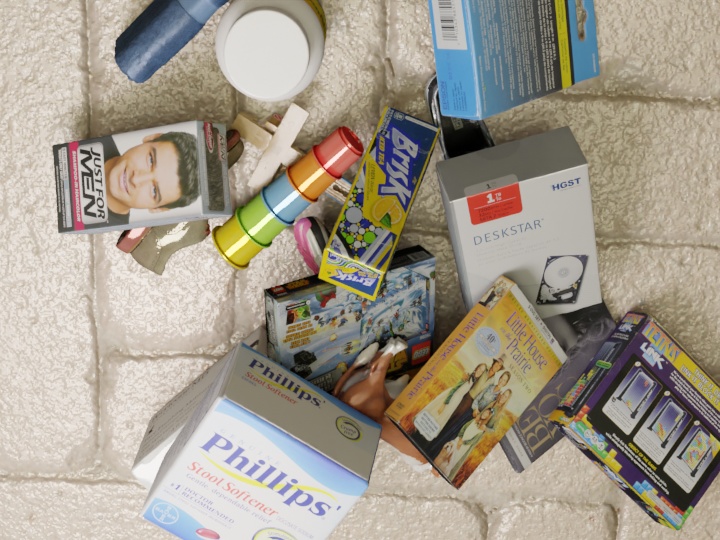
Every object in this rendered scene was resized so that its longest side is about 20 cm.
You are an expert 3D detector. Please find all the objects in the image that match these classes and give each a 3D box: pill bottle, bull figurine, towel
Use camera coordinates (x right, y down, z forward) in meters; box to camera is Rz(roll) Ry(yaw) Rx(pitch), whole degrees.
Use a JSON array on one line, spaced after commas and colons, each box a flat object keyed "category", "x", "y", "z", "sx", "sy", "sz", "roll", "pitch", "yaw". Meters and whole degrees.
[{"category": "pill bottle", "x": -0.091, "y": -0.238, "z": 1.289, "sx": 0.110, "sy": 0.200, "sz": 0.114, "roll": 0, "pitch": 109, "yaw": 0}, {"category": "bull figurine", "x": 0.053, "y": 0.152, "z": 1.396, "sx": 0.199, "sy": 0.065, "sz": 0.122, "roll": 32, "pitch": 91, "yaw": -41}, {"category": "towel", "x": -0.178, "y": -0.283, "z": 1.320, "sx": 0.199, "sy": 0.112, "sz": 0.049, "roll": -42, "pitch": 114, "yaw": 12}]

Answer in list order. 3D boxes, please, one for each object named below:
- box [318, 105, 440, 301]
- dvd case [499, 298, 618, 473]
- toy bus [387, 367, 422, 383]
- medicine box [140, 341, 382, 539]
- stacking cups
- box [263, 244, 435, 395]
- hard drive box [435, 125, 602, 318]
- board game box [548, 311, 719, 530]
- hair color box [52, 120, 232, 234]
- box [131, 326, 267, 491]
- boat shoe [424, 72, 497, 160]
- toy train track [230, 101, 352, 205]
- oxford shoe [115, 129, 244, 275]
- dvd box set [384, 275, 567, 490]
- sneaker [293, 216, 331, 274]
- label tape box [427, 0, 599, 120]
[{"category": "box", "x": 0.021, "y": -0.074, "z": 1.340, "sx": 0.069, "sy": 0.202, "sz": 0.065, "roll": 21, "pitch": 150, "yaw": 1}, {"category": "dvd case", "x": 0.225, "y": 0.118, "z": 1.464, "sx": 0.199, "sy": 0.016, "sz": 0.150, "roll": -36, "pitch": 108, "yaw": -15}, {"category": "toy bus", "x": 0.082, "y": 0.152, "z": 1.490, "sx": 0.196, "sy": 0.065, "sz": 0.080, "roll": 2, "pitch": 109, "yaw": -2}, {"category": "medicine box", "x": -0.105, "y": 0.211, "z": 1.327, "sx": 0.180, "sy": 0.103, "sz": 0.201, "roll": 31, "pitch": 122, "yaw": -9}, {"category": "stacking cups", "x": -0.076, "y": -0.080, "z": 1.385, "sx": 0.199, "sy": 0.061, "sz": 0.061, "roll": -36, "pitch": 105, "yaw": 22}, {"category": "box", "x": -0.009, "y": 0.062, "z": 1.374, "sx": 0.197, "sy": 0.040, "sz": 0.139, "roll": -15, "pitch": 121, "yaw": -26}, {"category": "hard drive box", "x": 0.177, "y": -0.041, "z": 1.384, "sx": 0.153, "sy": 0.077, "sz": 0.202, "roll": -16, "pitch": 130, "yaw": 1}, {"category": "board game box", "x": 0.344, "y": 0.176, "z": 1.473, "sx": 0.200, "sy": 0.057, "sz": 0.166, "roll": 43, "pitch": 78, "yaw": -15}, {"category": "hair color box", "x": -0.238, "y": -0.098, "z": 1.353, "sx": 0.197, "sy": 0.060, "sz": 0.101, "roll": -6, "pitch": 88, "yaw": 28}, {"category": "box", "x": -0.128, "y": 0.217, "z": 1.475, "sx": 0.198, "sy": 0.131, "sz": 0.200, "roll": -40, "pitch": 104, "yaw": 12}, {"category": "boat shoe", "x": 0.126, "y": -0.125, "z": 1.398, "sx": 0.071, "sy": 0.068, "sz": 0.203, "roll": -19, "pitch": 108, "yaw": 6}, {"category": "toy train track", "x": -0.055, "y": -0.118, "z": 1.411, "sx": 0.198, "sy": 0.033, "sz": 0.115, "roll": 33, "pitch": 117, "yaw": -3}, {"category": "oxford shoe", "x": -0.189, "y": -0.077, "z": 1.416, "sx": 0.075, "sy": 0.071, "sz": 0.200, "roll": 41, "pitch": 114, "yaw": -16}, {"category": "dvd box set", "x": 0.132, "y": 0.126, "z": 1.380, "sx": 0.200, "sy": 0.029, "sz": 0.147, "roll": -48, "pitch": 129, "yaw": -10}, {"category": "sneaker", "x": 0.000, "y": 0.000, "z": 1.430, "sx": 0.087, "sy": 0.074, "sz": 0.201, "roll": -40, "pitch": 120, "yaw": -3}, {"category": "label tape box", "x": 0.166, "y": -0.258, "z": 1.344, "sx": 0.198, "sy": 0.063, "sz": 0.147, "roll": -23, "pitch": 113, "yaw": -37}]
